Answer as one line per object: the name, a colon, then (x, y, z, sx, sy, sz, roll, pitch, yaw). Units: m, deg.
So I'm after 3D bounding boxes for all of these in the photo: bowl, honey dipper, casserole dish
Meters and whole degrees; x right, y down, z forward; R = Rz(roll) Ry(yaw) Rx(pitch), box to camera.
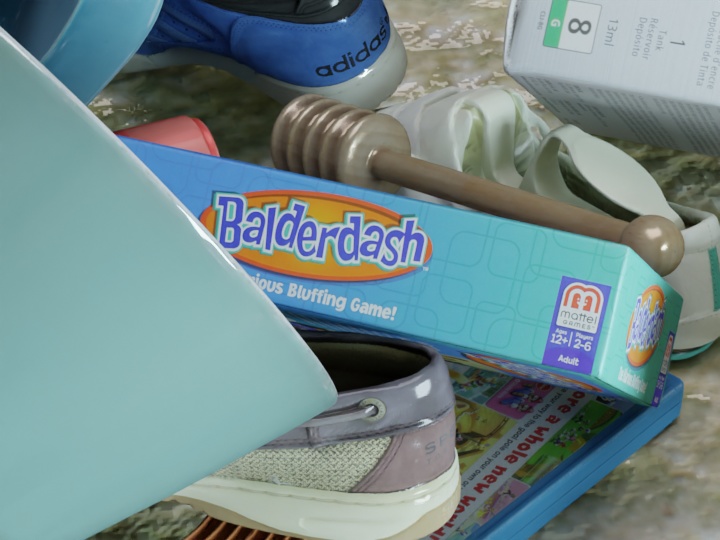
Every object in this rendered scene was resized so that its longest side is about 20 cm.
bowl: (-0.113, 0.003, 0.672, 0.105, 0.201, 0.201, -47, 51, -9)
honey dipper: (0.041, -0.030, 0.939, 0.038, 0.038, 0.200, -26, 29, -33)
casserole dish: (-0.123, -0.104, 0.995, 0.039, 0.200, 0.121, 19, 56, -26)

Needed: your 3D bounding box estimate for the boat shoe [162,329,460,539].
boat shoe: (-0.066, 0.036, 0.790, 0.200, 0.065, 0.072, 9, 26, 10)

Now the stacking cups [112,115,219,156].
stacking cups: (-0.151, -0.017, 0.963, 0.200, 0.061, 0.061, -15, 38, -25)

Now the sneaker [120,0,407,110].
sneaker: (-0.076, -0.134, 1.061, 0.200, 0.111, 0.077, 23, 61, 38)

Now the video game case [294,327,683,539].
video game case: (-0.004, 0.037, 0.925, 0.200, 0.018, 0.143, 27, 41, 31)

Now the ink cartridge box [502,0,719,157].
ink cartridge box: (0.167, -0.069, 0.985, 0.200, 0.050, 0.161, 10, -3, 14)

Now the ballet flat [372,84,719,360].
ballet flat: (0.066, -0.036, 0.990, 0.069, 0.069, 0.200, -29, 45, -36)

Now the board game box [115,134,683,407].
board game box: (0.000, 0.000, 0.851, 0.200, 0.045, 0.152, 13, -4, 14)

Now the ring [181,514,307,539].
ring: (-0.111, 0.063, 0.824, 0.200, 0.019, 0.200, 3, 26, -2)
